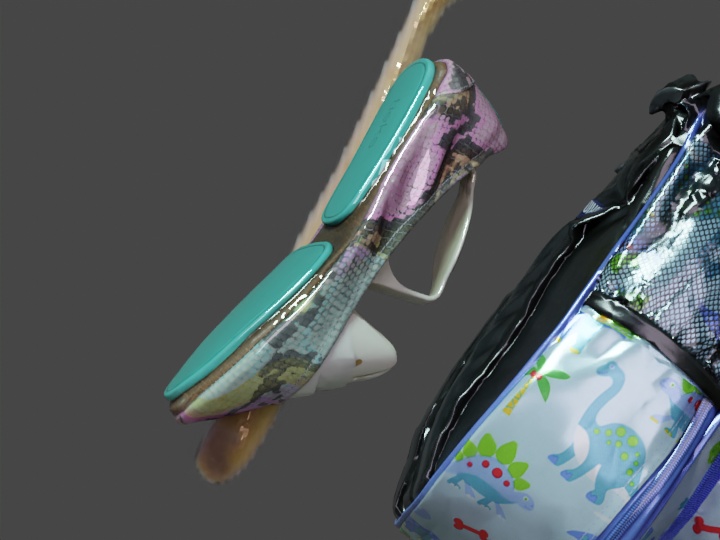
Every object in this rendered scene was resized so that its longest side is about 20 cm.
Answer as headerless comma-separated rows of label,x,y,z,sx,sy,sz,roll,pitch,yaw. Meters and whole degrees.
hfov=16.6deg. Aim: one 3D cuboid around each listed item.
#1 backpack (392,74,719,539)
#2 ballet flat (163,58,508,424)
backpack,0.115,0.054,0.995,0.147,0.183,0.200,39,79,5
ballet flat,0.000,0.000,1.061,0.071,0.069,0.200,41,73,-15
